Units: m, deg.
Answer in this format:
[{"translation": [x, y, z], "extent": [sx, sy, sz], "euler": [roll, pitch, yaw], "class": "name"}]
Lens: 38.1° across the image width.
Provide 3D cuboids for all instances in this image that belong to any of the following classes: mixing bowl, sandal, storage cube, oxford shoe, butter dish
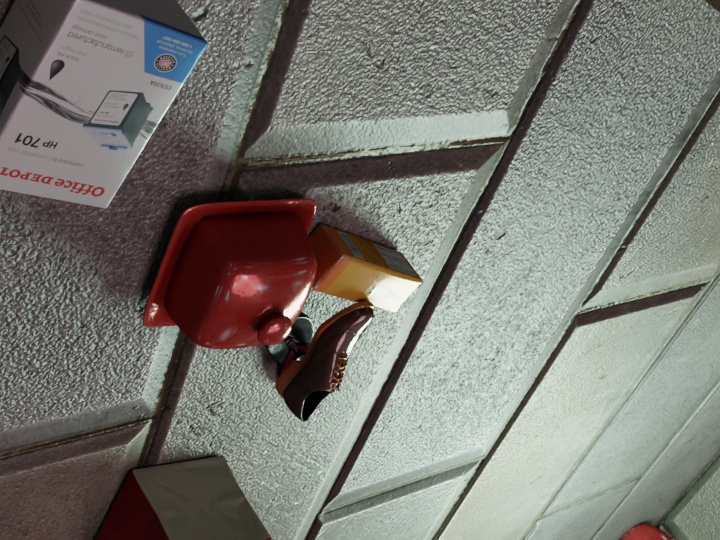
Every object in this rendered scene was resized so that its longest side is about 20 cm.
[{"translation": [0.922, 0.904, 3.426], "extent": [0.199, 0.109, 0.201], "euler": [-25, 146, -18], "class": "mixing bowl"}, {"translation": [-0.091, 0.128, 1.507], "extent": [0.075, 0.045, 0.201], "euler": [-28, 147, -15], "class": "sandal"}, {"translation": [-0.270, 0.409, 1.573], "extent": [0.199, 0.171, 0.180], "euler": [-1, 132, -43], "class": "storage cube"}, {"translation": [-0.036, 0.126, 1.442], "extent": [0.071, 0.073, 0.200], "euler": [7, 129, -47], "class": "oxford shoe"}, {"translation": [-0.131, 0.027, 1.244], "extent": [0.198, 0.148, 0.201], "euler": [-7, 137, -40], "class": "butter dish"}]

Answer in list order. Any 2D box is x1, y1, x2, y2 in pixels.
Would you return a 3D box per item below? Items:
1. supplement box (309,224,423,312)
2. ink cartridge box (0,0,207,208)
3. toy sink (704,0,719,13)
[{"translation": [0.000, 0.000, 1.417], "extent": [0.067, 0.069, 0.199], "euler": [-47, 145, 17], "class": "supplement box"}, {"translation": [-0.255, -0.165, 0.940], "extent": [0.146, 0.086, 0.200], "euler": [8, 125, -49], "class": "ink cartridge box"}, {"translation": [0.546, -0.395, 1.406], "extent": [0.199, 0.112, 0.131], "euler": [6, 129, -48], "class": "toy sink"}]
